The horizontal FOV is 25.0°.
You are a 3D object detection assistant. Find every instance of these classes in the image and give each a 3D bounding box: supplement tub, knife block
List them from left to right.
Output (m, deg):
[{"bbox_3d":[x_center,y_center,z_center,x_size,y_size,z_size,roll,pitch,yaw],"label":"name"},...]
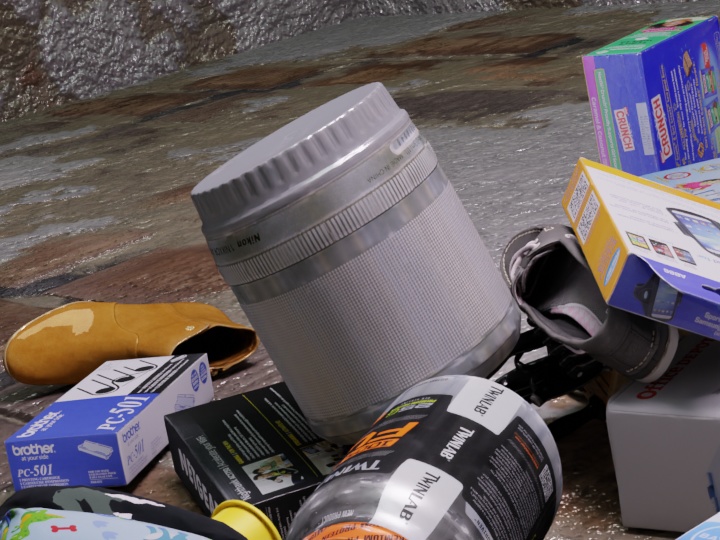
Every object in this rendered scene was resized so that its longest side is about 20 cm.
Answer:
[{"bbox_3d":[0.033,0.147,0.900,0.122,0.123,0.200,-3,16,22],"label":"supplement tub"},{"bbox_3d":[0.188,0.065,1.177,0.199,0.176,0.064,16,32,-51],"label":"knife block"}]

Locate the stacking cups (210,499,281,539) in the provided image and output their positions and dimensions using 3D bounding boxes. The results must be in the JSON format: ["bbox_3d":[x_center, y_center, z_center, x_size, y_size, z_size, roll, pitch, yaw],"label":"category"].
[{"bbox_3d":[-0.123,0.206,0.928,0.060,0.061,0.200,2,24,36],"label":"stacking cups"}]

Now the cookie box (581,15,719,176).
[{"bbox_3d":[0.332,-0.177,1.783,0.075,0.172,0.200,-1,17,37],"label":"cookie box"}]

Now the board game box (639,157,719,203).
[{"bbox_3d":[0.343,-0.055,1.557,0.194,0.056,0.200,-13,16,-12],"label":"board game box"}]

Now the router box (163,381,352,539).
[{"bbox_3d":[-0.042,0.131,1.131,0.148,0.051,0.200,-15,17,-16],"label":"router box"}]

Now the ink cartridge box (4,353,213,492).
[{"bbox_3d":[-0.192,0.116,1.277,0.093,0.045,0.200,-6,13,15],"label":"ink cartridge box"}]

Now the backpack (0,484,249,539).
[{"bbox_3d":[-0.126,0.197,0.784,0.162,0.154,0.201,14,45,-2],"label":"backpack"}]

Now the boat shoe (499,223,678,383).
[{"bbox_3d":[0.135,0.009,1.058,0.057,0.067,0.200,24,10,-29],"label":"boat shoe"}]

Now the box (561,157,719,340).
[{"bbox_3d":[0.201,-0.006,1.022,0.118,0.042,0.200,18,22,-9],"label":"box"}]

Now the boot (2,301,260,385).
[{"bbox_3d":[-0.201,0.066,1.428,0.200,0.071,0.144,-12,12,-28],"label":"boot"}]

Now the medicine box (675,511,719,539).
[{"bbox_3d":[0.272,0.157,0.755,0.199,0.104,0.182,-23,20,-37],"label":"medicine box"}]

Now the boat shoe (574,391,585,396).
[{"bbox_3d":[0.185,0.038,1.292,0.073,0.067,0.200,-7,20,3],"label":"boat shoe"}]

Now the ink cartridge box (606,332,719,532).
[{"bbox_3d":[0.272,0.099,0.993,0.199,0.087,0.146,-1,17,34],"label":"ink cartridge box"}]

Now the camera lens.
[{"bbox_3d":[0.000,0.000,1.057,0.159,0.201,0.160,-28,11,6],"label":"camera lens"}]
